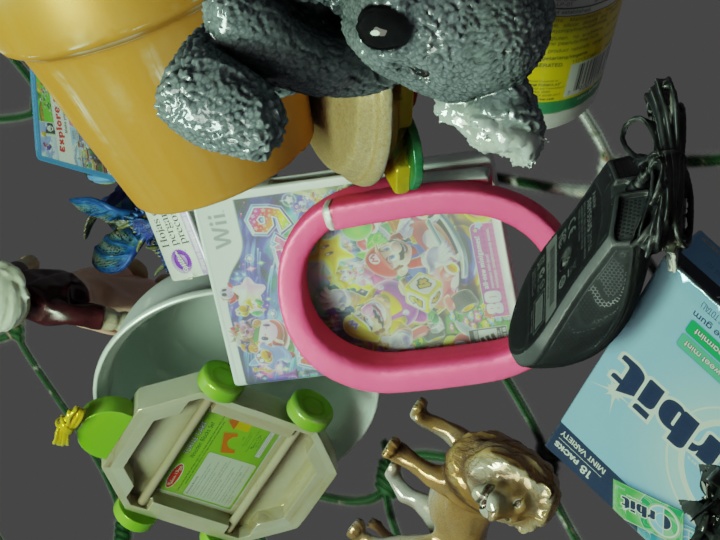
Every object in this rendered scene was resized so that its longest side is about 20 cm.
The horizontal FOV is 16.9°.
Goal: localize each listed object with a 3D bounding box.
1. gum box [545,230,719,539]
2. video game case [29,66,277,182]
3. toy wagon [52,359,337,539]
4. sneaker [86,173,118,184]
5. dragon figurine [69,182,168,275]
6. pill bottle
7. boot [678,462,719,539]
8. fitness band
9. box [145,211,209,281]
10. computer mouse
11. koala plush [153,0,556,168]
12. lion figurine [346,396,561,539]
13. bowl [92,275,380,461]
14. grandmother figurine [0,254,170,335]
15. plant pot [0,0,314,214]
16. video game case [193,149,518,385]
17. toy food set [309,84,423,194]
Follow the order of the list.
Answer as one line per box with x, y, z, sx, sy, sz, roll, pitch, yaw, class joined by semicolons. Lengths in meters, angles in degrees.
0.222;0.100;1.510;0.170;0.045;0.200;43;138;16;gum box
-0.144;-0.121;1.656;0.200;0.018;0.143;16;121;28;video game case
-0.118;0.125;1.701;0.200;0.040;0.155;20;127;-20;toy wagon
-0.138;-0.130;1.707;0.083;0.071;0.200;52;134;11;sneaker
-0.172;-0.036;1.773;0.200;0.099;0.059;0;115;45;dragon figurine
0.101;-0.189;1.388;0.113;0.113;0.200;35;136;24;pill bottle
0.275;0.175;1.438;0.198;0.073;0.163;18;131;-7;boot
0.044;0.009;1.568;0.200;0.037;0.144;-7;113;14;fitness band
-0.138;-0.092;1.628;0.039;0.041;0.200;-11;107;38;box
0.154;-0.006;1.459;0.053;0.139;0.200;20;135;-14;computer mouse
0.020;-0.148;1.312;0.200;0.184;0.178;12;108;28;koala plush
0.068;0.166;1.702;0.122;0.072;0.200;32;150;8;lion figurine
-0.088;0.059;1.730;0.201;0.090;0.201;-2;131;-2;bowl
-0.216;0.022;1.778;0.121;0.200;0.061;13;98;35;grandmother figurine
-0.119;-0.143;1.506;0.200;0.200;0.183;0;122;45;plant pot
0.000;0.000;1.603;0.200;0.018;0.143;-7;115;10;video game case
-0.010;-0.149;1.523;0.200;0.049;0.198;-119;22;-44;toy food set
